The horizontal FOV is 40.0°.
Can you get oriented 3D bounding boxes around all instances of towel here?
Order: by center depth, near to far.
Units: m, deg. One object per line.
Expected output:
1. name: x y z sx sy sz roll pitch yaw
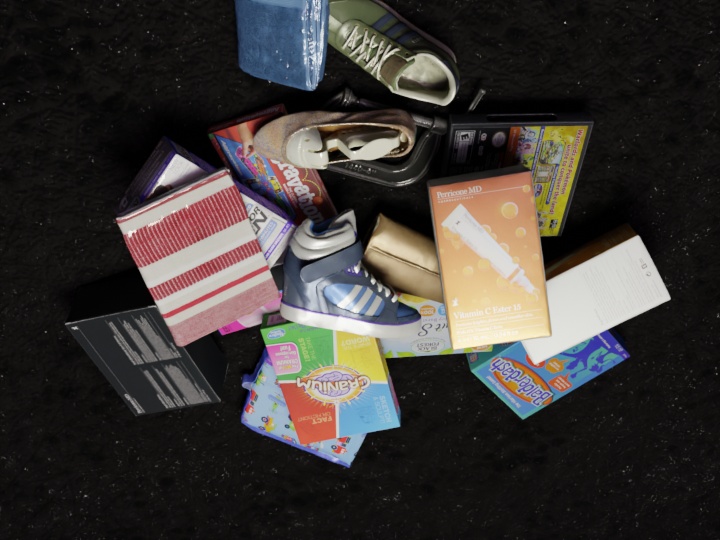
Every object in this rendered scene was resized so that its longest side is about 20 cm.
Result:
1. towel: -0.088 -0.298 1.077 0.111 0.049 0.201 17 132 15
2. towel: -0.189 -0.014 1.177 0.143 0.023 0.201 -26 128 -10

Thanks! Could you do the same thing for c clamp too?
1. c clamp: 0.033 -0.179 1.232 0.198 0.027 0.172 8 133 -15

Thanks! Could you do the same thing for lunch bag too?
1. lunch bag: -0.084 0.194 1.487 0.198 0.094 0.151 16 126 -11

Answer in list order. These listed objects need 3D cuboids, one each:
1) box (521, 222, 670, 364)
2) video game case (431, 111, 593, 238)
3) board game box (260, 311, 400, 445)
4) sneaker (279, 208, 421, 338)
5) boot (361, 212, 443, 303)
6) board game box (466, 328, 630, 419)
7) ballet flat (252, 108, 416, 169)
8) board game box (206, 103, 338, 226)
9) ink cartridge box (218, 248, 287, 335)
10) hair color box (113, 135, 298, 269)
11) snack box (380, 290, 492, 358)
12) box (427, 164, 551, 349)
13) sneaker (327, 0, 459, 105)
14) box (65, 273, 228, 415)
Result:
1. box: 0.301 0.029 1.349 0.199 0.124 0.098 -28 96 11
2. video game case: 0.192 -0.120 1.283 0.179 0.026 0.201 -2 137 -6
3. board game box: -0.038 0.141 1.380 0.152 0.040 0.201 -12 117 9
4. sneaker: 0.000 0.000 1.247 0.198 0.081 0.148 8 102 -21
5. boot: 0.109 -0.028 1.299 0.199 0.066 0.176 22 109 -8
6. board game box: 0.284 0.128 1.503 0.199 0.045 0.152 -35 125 20
7. ballet flat: -0.029 -0.154 1.173 0.198 0.068 0.068 -10 132 -3
8. board game box: -0.105 -0.114 1.259 0.102 0.020 0.201 -15 130 14
9. ink cartridge box: -0.162 0.034 1.361 0.198 0.037 0.095 -15 133 15
10. hair color box: -0.184 -0.063 1.204 0.199 0.065 0.110 31 101 -36
11. snack box: 0.093 0.055 1.411 0.198 0.053 0.143 -3 130 -4
12. box: 0.157 -0.018 1.214 0.123 0.098 0.202 -9 99 4
13. sneaker: 0.032 -0.249 1.126 0.199 0.090 0.067 21 125 -23
14. box: -0.290 0.103 1.370 0.140 0.079 0.201 -13 131 15
